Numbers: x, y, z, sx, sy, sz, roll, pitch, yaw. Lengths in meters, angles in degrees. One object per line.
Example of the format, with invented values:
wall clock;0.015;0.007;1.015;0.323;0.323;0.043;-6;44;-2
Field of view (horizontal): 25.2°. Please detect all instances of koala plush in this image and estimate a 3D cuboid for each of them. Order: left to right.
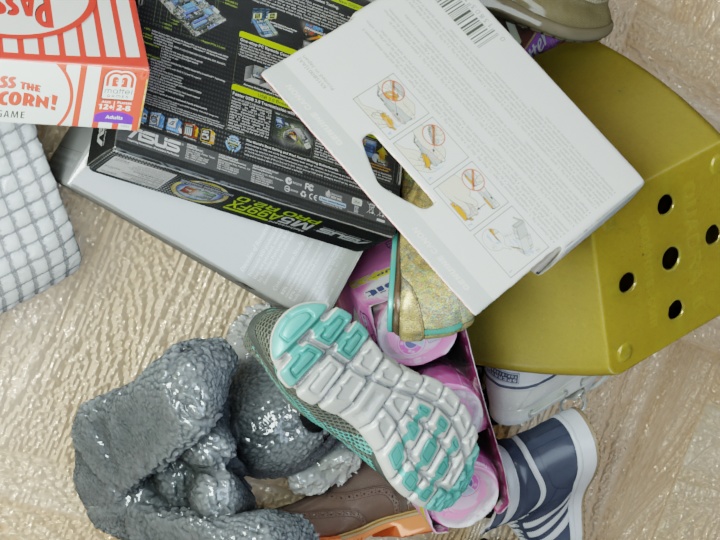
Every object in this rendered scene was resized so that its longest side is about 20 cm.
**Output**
koala plush;-0.086;0.114;1.151;0.200;0.184;0.177;-32;101;-43

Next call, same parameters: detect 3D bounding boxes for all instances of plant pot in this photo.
plant pot;0.164;-0.033;1.180;0.200;0.176;0.200;-26;121;-26

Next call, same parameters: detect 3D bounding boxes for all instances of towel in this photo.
towel;-0.285;-0.054;1.009;0.166;0.086;0.200;-29;118;-22

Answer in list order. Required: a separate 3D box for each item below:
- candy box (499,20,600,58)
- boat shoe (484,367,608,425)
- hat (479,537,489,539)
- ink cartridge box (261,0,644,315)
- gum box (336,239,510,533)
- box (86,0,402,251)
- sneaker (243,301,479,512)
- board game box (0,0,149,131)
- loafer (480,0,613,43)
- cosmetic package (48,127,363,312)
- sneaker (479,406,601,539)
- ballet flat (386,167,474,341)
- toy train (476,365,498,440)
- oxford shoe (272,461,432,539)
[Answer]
candy box;0.117;-0.184;1.250;0.117;0.056;0.200;-37;118;-19
boat shoe;0.171;0.077;1.328;0.202;0.075;0.086;-31;133;-46
hat;0.115;0.323;1.352;0.081;0.201;0.201;-26;123;20
ink cartridge box;0.055;-0.079;1.009;0.174;0.044;0.200;-37;81;-33
gum box;0.043;0.083;1.172;0.066;0.114;0.200;-20;114;-10
box;-0.063;-0.114;1.027;0.200;0.044;0.160;16;69;-28
sneaker;0.000;0.085;1.075;0.078;0.091;0.200;-51;119;-16
board game box;-0.212;-0.163;0.942;0.151;0.200;0.046;1;133;-19
loafer;0.105;-0.213;1.156;0.200;0.076;0.067;10;104;-33
cosmetic package;-0.103;-0.048;1.088;0.200;0.107;0.090;28;87;-18
sneaker;0.128;0.194;1.320;0.108;0.070;0.200;-20;143;-18
ballet flat;0.048;-0.041;1.082;0.071;0.071;0.200;26;48;-35
toy train;0.093;0.070;1.312;0.046;0.034;0.200;-4;104;-28
oxford shoe;-0.019;0.179;1.259;0.200;0.071;0.073;-5;84;-36
